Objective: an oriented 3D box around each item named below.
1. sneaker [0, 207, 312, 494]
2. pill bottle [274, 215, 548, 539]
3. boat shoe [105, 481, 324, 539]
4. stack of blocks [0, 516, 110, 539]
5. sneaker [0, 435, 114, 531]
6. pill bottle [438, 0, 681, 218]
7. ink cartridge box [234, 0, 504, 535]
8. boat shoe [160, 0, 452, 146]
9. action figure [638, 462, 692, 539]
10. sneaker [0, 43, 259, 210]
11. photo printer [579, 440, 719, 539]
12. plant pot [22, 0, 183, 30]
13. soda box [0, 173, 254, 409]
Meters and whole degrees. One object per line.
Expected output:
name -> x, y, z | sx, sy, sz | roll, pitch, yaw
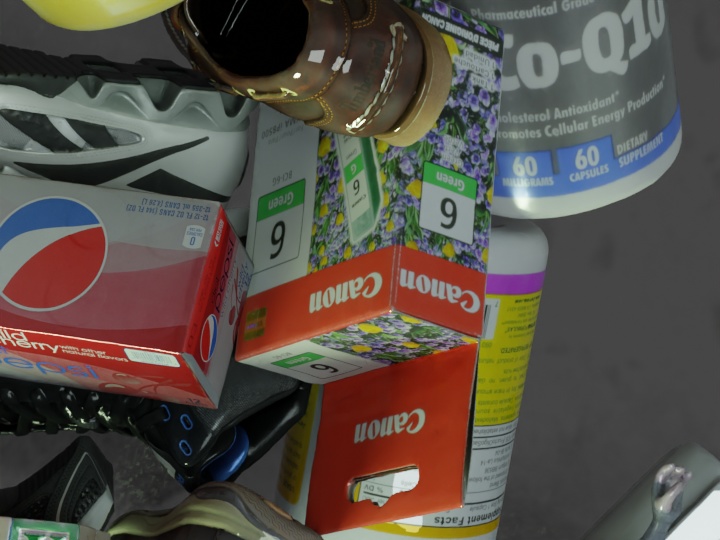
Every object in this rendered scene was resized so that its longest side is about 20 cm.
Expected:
sneaker -> -0.113, 0.055, 1.010 | 0.199, 0.112, 0.073 | -22, 153, -4
pill bottle -> 0.018, 0.070, 1.069 | 0.104, 0.104, 0.201 | 7, 101, -18
boat shoe -> -0.082, 0.146, 1.012 | 0.074, 0.200, 0.074 | 32, 64, -7
stack of blocks -> -0.208, 0.125, 0.978 | 0.199, 0.059, 0.116 | 5, 81, 8
sneaker -> -0.197, 0.134, 1.037 | 0.200, 0.080, 0.086 | -40, 100, -10
pill bottle -> 0.072, -0.134, 1.011 | 0.113, 0.114, 0.201 | -19, 121, -12
ink cartridge box -> 0.000, 0.000, 0.957 | 0.050, 0.109, 0.201 | 19, 67, -34
boat shoe -> -0.039, -0.104, 0.955 | 0.070, 0.200, 0.071 | 14, 97, -32
action figure -> 0.135, 0.189, 1.081 | 0.199, 0.134, 0.149 | 28, 137, -7
sneaker -> -0.141, -0.049, 1.008 | 0.199, 0.074, 0.089 | 6, 105, -22
photo printer -> 0.144, 0.207, 1.158 | 0.200, 0.069, 0.166 | -45, 110, -2
plant pot -> -0.121, -0.206, 0.924 | 0.200, 0.201, 0.189 | -37, 125, -5
soda box -> -0.149, 0.002, 0.963 | 0.199, 0.063, 0.070 | 7, 68, 14
